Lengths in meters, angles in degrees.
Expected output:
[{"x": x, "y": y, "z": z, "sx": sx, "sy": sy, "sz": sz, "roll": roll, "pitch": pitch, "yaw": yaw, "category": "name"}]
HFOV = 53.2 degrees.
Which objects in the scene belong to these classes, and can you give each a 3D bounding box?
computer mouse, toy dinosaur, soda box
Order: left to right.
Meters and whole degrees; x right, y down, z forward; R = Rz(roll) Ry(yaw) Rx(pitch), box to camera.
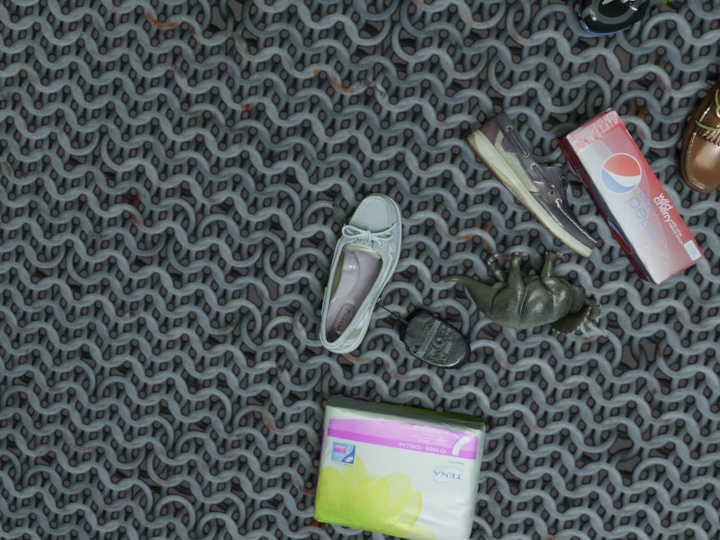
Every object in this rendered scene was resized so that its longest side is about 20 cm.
[{"x": 0.047, "y": 0.061, "z": 0.897, "sx": 0.200, "sy": 0.034, "sz": 0.059, "roll": 32, "pitch": 84, "yaw": 9, "category": "computer mouse"}, {"x": 0.195, "y": 0.030, "z": 0.853, "sx": 0.199, "sy": 0.077, "sz": 0.103, "roll": 0, "pitch": 88, "yaw": 3, "category": "toy dinosaur"}, {"x": 0.309, "y": -0.085, "z": 0.832, "sx": 0.063, "sy": 0.070, "sz": 0.201, "roll": -31, "pitch": 92, "yaw": 9, "category": "soda box"}]

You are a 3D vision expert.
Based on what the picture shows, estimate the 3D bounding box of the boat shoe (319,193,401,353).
[{"x": -0.002, "y": 0.000, "z": 0.862, "sx": 0.074, "sy": 0.065, "sz": 0.203, "roll": 20, "pitch": 82, "yaw": 9, "category": "boat shoe"}]

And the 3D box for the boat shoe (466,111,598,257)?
[{"x": 0.211, "y": -0.102, "z": 0.842, "sx": 0.065, "sy": 0.072, "sz": 0.200, "roll": -44, "pitch": 84, "yaw": 13, "category": "boat shoe"}]

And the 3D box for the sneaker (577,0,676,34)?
[{"x": 0.337, "y": -0.328, "z": 0.800, "sx": 0.199, "sy": 0.083, "sz": 0.071, "roll": -21, "pitch": 92, "yaw": 8, "category": "sneaker"}]

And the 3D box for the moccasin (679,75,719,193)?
[{"x": 0.427, "y": -0.181, "z": 0.806, "sx": 0.073, "sy": 0.078, "sz": 0.202, "roll": 33, "pitch": 98, "yaw": 2, "category": "moccasin"}]

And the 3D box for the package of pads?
[{"x": 0.047, "y": 0.250, "z": 0.892, "sx": 0.199, "sy": 0.068, "sz": 0.155, "roll": 7, "pitch": 96, "yaw": 6, "category": "package of pads"}]
